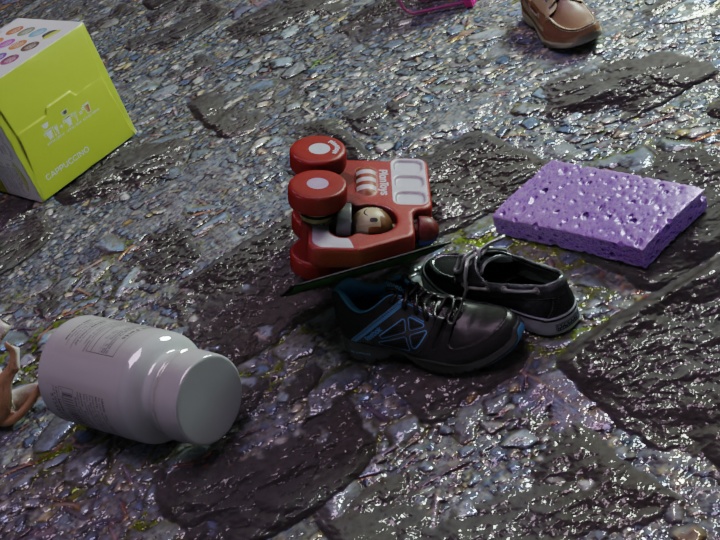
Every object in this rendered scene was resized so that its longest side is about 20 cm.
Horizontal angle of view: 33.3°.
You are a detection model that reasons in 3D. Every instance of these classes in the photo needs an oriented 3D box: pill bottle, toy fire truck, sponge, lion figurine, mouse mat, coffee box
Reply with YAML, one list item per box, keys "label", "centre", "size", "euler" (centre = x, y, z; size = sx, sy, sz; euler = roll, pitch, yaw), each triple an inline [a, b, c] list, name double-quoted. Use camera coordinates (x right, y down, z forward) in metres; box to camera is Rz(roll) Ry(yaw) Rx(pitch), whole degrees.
- label: "pill bottle"
  centre: [-0.220, 0.113, 1.208]
  size: [0.200, 0.115, 0.114]
  euler: [8, 42, 38]
- label: "toy fire truck"
  centre: [0.003, -0.071, 1.372]
  size: [0.168, 0.112, 0.200]
  euler: [-1, 34, -1]
- label: "sponge"
  centre: [0.249, -0.063, 1.268]
  size: [0.200, 0.030, 0.112]
  euler: [17, 49, 45]
- label: "lion figurine"
  centre: [-0.419, 0.125, 1.350]
  size: [0.200, 0.072, 0.123]
  euler: [31, 93, 45]
- label: "mouse mat"
  centre: [0.000, 0.000, 1.227]
  size: [0.161, 0.008, 0.200]
  euler: [-16, -3, -9]
- label: "coffee box"
  centre: [-0.506, -0.250, 1.846]
  size: [0.198, 0.200, 0.200]
  euler: [14, 47, 43]

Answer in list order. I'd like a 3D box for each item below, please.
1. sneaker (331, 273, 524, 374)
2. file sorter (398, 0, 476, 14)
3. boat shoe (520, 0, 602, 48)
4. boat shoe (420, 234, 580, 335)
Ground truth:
- label: "sneaker"
  centre: [0.059, 0.048, 1.166]
  size: [0.200, 0.082, 0.073]
  euler: [-1, 38, 30]
- label: "file sorter"
  centre: [0.129, -0.517, 1.921]
  size: [0.125, 0.139, 0.200]
  euler: [-5, 35, 27]
- label: "boat shoe"
  centre: [0.268, -0.364, 1.668]
  size: [0.076, 0.072, 0.200]
  euler: [-26, 32, -6]
- label: "boat shoe"
  centre: [0.129, 0.005, 1.200]
  size: [0.074, 0.068, 0.199]
  euler: [-36, 34, -21]
